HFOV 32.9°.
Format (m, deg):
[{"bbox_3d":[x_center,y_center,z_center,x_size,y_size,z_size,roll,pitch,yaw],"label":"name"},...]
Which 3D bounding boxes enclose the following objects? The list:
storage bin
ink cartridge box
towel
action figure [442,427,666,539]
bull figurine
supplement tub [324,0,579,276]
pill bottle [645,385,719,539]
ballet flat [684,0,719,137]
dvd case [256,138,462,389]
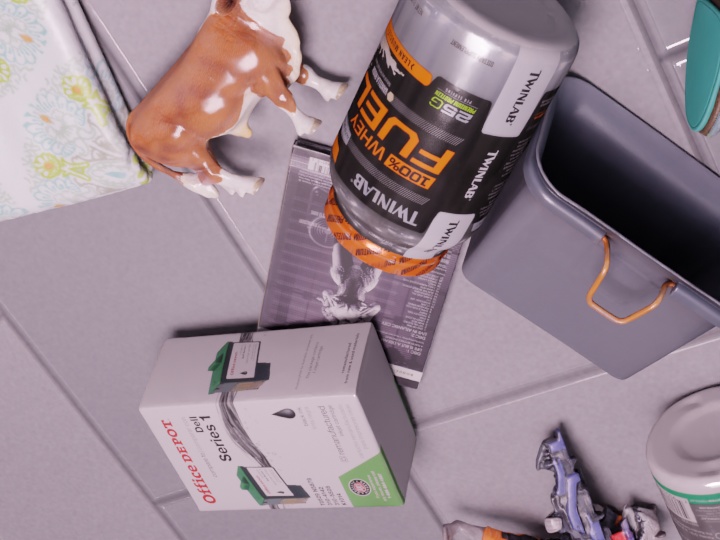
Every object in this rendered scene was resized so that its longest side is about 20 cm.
[{"bbox_3d":[0.173,-0.009,0.873,0.198,0.147,0.135,32,136,-10],"label":"storage bin"},{"bbox_3d":[-0.068,0.128,1.035,0.197,0.085,0.147,-6,131,20],"label":"ink cartridge box"},{"bbox_3d":[-0.273,-0.135,0.936,0.168,0.048,0.202,-10,122,20],"label":"towel"},{"bbox_3d":[0.172,0.232,1.082,0.190,0.105,0.203,-12,96,12],"label":"action figure"},{"bbox_3d":[-0.087,-0.134,0.880,0.121,0.065,0.200,41,124,-12],"label":"bull figurine"},{"bbox_3d":[0.054,-0.102,0.832,0.121,0.123,0.202,24,124,-4],"label":"supplement tub"},{"bbox_3d":[0.316,0.203,0.994,0.112,0.114,0.202,-17,120,23],"label":"pill bottle"},{"bbox_3d":[0.248,-0.178,0.776,0.073,0.075,0.202,2,128,11],"label":"ballet flat"},{"bbox_3d":[0.000,0.000,0.986,0.146,0.016,0.202,15,126,1],"label":"dvd case"}]
